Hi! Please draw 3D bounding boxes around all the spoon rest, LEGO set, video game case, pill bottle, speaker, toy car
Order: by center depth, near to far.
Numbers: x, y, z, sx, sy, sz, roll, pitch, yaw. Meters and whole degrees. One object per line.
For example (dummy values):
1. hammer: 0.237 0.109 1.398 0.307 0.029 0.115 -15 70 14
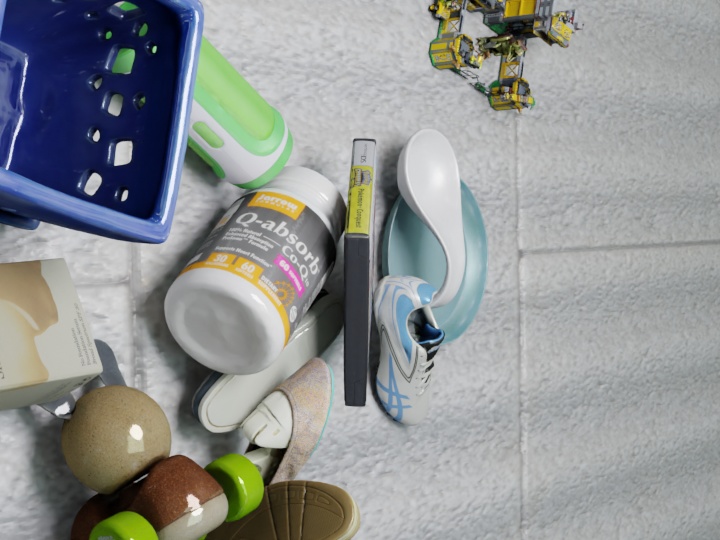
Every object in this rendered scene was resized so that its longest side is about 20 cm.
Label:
1. toy car: -0.211 0.158 1.174 0.164 0.158 0.200 -23 79 -53
2. speaker: -0.146 -0.159 1.259 0.200 0.088 0.089 45 57 -42
3. pill bottle: -0.090 -0.005 1.296 0.117 0.116 0.200 65 34 -29
4. video game case: 0.000 0.000 1.376 0.181 0.025 0.200 -86 177 -55
5. spoon rest: 0.081 -0.055 1.528 0.099 0.061 0.201 -10 98 -52
6. LEGO set: 0.182 -0.276 1.649 0.200 0.116 0.154 36 63 -46

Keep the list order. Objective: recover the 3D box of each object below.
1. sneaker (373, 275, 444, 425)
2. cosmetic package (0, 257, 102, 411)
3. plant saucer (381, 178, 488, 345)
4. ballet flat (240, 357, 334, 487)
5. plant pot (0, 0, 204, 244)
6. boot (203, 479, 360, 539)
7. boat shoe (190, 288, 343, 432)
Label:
1. sneaker: 0.057 0.094 1.514 0.072 0.072 0.200 -48 142 -42
2. cosmetic package: -0.302 0.055 1.046 0.200 0.071 0.105 -9 73 -52
3. plant saucer: 0.082 -0.015 1.599 0.200 0.027 0.201 -1 92 -51
4. ballet flat: -0.086 0.170 1.303 0.067 0.068 0.200 6 115 -38
5. plant pot: -0.255 -0.134 1.042 0.200 0.180 0.200 19 75 -50
6. boot: -0.059 0.262 1.290 0.155 0.200 0.072 41 37 -46
7. boat shoe: -0.096 0.079 1.339 0.200 0.062 0.075 -44 140 -32
